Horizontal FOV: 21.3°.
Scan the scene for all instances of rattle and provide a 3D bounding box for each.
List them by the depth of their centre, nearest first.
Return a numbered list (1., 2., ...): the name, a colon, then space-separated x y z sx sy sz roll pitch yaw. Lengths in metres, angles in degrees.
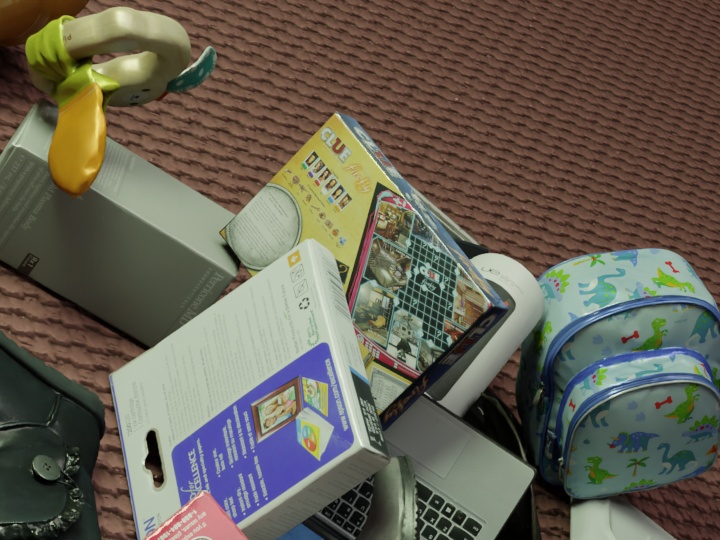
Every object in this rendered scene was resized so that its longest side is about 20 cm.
1. rattle: -0.168 -0.119 1.476 0.143 0.130 0.200 62 7 19

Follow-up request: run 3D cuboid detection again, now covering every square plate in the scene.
1. square plate: 0.264 0.262 1.640 0.200 0.028 0.198 38 12 -1

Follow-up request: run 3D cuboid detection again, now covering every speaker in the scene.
1. speaker: 0.073 0.070 1.562 0.081 0.081 0.200 42 48 2

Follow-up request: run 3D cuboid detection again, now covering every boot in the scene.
1. boot: -0.253 0.120 1.270 0.200 0.076 0.169 31 28 -26
2. boot: -0.026 0.213 1.324 0.131 0.070 0.201 2 52 5

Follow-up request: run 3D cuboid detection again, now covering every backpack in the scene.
1. backpack: 0.233 0.091 1.659 0.182 0.201 0.147 -9 38 -8

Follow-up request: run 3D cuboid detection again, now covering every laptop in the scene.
1. laptop: -0.006 0.176 1.389 0.187 0.201 0.116 33 0 13

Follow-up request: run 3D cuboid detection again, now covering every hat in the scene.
1. hat: 0.091 0.201 1.508 0.080 0.201 0.201 -12 47 -4

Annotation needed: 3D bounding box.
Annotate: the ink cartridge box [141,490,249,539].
1. ink cartridge box: -0.090 0.266 1.206 0.145 0.083 0.200 -37 78 -27

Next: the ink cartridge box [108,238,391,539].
1. ink cartridge box: -0.084 0.105 1.374 0.043 0.199 0.199 38 27 -43

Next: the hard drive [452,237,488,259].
1. hard drive: 0.046 0.030 1.634 0.199 0.042 0.136 3 78 -48

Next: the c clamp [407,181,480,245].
1. c clamp: 0.062 -0.023 1.837 0.200 0.027 0.171 43 31 2

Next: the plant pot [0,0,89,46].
1. plant pot: -0.344 -0.257 1.554 0.200 0.200 0.183 44 46 5

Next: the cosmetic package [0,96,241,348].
1. cosmetic package: -0.198 -0.032 1.494 0.199 0.107 0.090 31 30 -11

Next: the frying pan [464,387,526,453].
1. frying pan: 0.070 0.107 1.680 0.190 0.031 0.115 47 31 17

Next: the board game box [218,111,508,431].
1. board game box: 0.000 0.000 1.428 0.200 0.135 0.035 52 16 22
